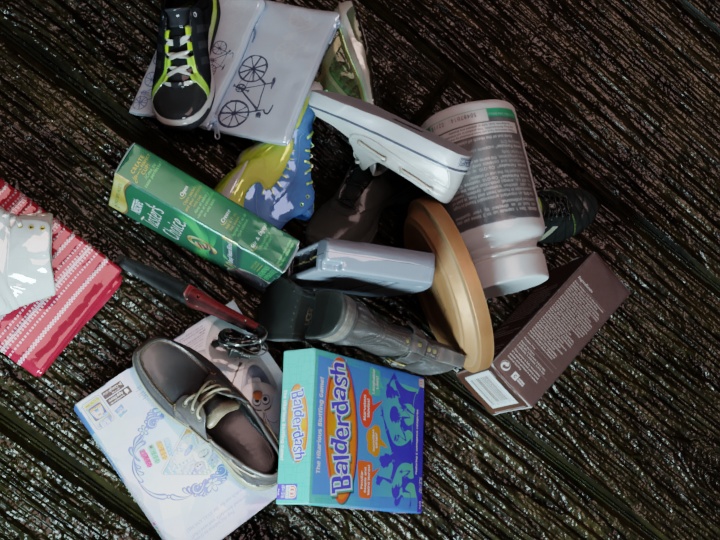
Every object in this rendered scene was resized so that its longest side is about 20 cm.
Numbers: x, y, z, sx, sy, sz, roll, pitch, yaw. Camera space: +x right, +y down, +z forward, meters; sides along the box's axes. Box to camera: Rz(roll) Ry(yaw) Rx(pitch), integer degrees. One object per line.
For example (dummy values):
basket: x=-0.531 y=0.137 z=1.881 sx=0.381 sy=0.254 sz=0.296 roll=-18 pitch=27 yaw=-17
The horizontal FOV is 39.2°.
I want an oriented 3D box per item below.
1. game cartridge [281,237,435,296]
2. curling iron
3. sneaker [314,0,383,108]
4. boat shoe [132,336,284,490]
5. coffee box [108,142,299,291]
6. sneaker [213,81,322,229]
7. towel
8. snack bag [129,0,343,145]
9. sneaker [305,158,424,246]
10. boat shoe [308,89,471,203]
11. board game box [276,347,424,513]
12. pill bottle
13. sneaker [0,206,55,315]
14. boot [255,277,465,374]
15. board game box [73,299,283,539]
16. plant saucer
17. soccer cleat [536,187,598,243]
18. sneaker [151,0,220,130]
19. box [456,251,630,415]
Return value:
game cartridge: x=0.000 y=0.000 z=1.078 sx=0.133 sy=0.200 sz=0.041 roll=12 pitch=81 yaw=-17
curling iron: x=-0.180 y=0.032 z=1.065 sx=0.200 sy=0.026 sz=0.050 roll=32 pitch=36 yaw=17
sneaker: x=-0.025 y=-0.220 z=1.212 sx=0.088 sy=0.077 sz=0.201 roll=-13 pitch=81 yaw=11
boat shoe: x=-0.144 y=0.137 z=1.016 sx=0.200 sy=0.073 sz=0.075 roll=42 pitch=66 yaw=-4
coffee box: x=-0.171 y=-0.052 z=1.078 sx=0.199 sy=0.123 sz=0.044 roll=31 pitch=72 yaw=-10
sneaker: x=-0.084 y=-0.118 z=1.159 sx=0.105 sy=0.076 sz=0.200 roll=42 pitch=71 yaw=-20
towel: x=-0.367 y=-0.001 z=1.052 sx=0.200 sy=0.022 sz=0.145 roll=38 pitch=70 yaw=-4
snack bag: x=-0.140 y=-0.235 z=1.144 sx=0.199 sy=0.021 sz=0.189 roll=15 pitch=69 yaw=14
sneaker: x=0.006 y=-0.096 z=1.151 sx=0.076 sy=0.091 sz=0.200 roll=28 pitch=55 yaw=25
boat shoe: x=0.023 y=-0.134 z=1.086 sx=0.199 sy=0.072 sz=0.066 roll=27 pitch=108 yaw=17
board game box: x=-0.005 y=0.173 z=1.061 sx=0.200 sy=0.045 sz=0.153 roll=20 pitch=67 yaw=-50
pill bottle: x=0.139 y=-0.076 z=1.116 sx=0.113 sy=0.113 sz=0.201 roll=-8 pitch=78 yaw=-20
sneaker: x=-0.373 y=-0.055 z=1.018 sx=0.115 sy=0.074 sz=0.201 roll=-19 pitch=93 yaw=-20
boot: x=-0.005 y=0.072 z=1.095 sx=0.174 sy=0.200 sz=0.070 roll=24 pitch=81 yaw=-35
board game box: x=-0.161 y=0.169 z=1.065 sx=0.200 sy=0.043 sz=0.199 roll=-34 pitch=87 yaw=-23
plant saucer: x=0.090 y=0.018 z=1.107 sx=0.032 sy=0.200 sz=0.201 roll=-20 pitch=83 yaw=-9
soccer cleat: x=0.213 y=-0.069 z=1.231 sx=0.199 sy=0.081 sz=0.068 roll=-8 pitch=79 yaw=-20
sneaker: x=-0.201 y=-0.250 z=1.102 sx=0.071 sy=0.083 sz=0.201 roll=-5 pitch=66 yaw=10
box: x=0.214 y=0.075 z=1.187 sx=0.075 sy=0.100 sz=0.200 roll=46 pitch=68 yaw=-4
